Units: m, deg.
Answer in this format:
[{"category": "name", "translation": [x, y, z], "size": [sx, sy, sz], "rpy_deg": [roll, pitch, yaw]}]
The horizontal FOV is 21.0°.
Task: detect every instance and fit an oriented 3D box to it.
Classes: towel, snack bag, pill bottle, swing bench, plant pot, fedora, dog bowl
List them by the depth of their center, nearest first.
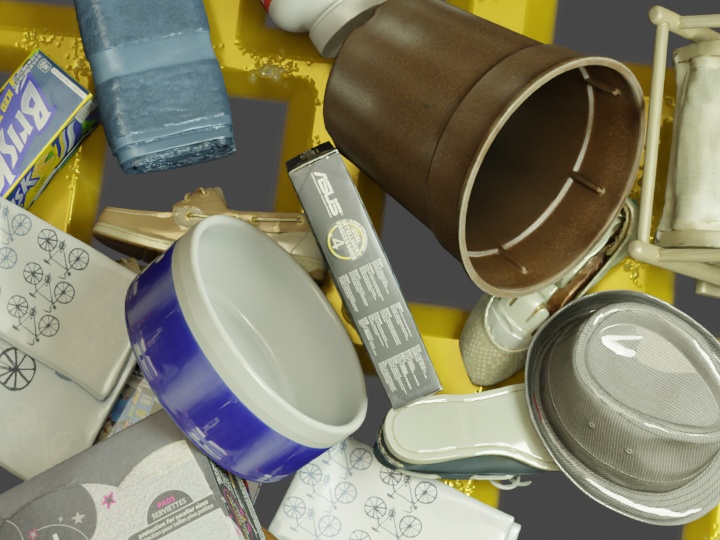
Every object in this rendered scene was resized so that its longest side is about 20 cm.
[{"category": "dog bowl", "translation": [-0.087, 0.061, 1.500], "size": [0.079, 0.200, 0.201], "rpy_deg": [-36, 78, 22]}, {"category": "fedora", "translation": [0.228, 0.096, 1.517], "size": [0.200, 0.090, 0.177], "rpy_deg": [41, 70, 5]}, {"category": "swing bench", "translation": [0.311, -0.086, 1.522], "size": [0.129, 0.199, 0.201], "rpy_deg": [2, 79, 31]}, {"category": "plant pot", "translation": [0.085, -0.112, 1.525], "size": [0.198, 0.200, 0.201], "rpy_deg": [35, 86, 38]}, {"category": "snack bag", "translation": [0.005, 0.253, 1.569], "size": [0.187, 0.021, 0.201], "rpy_deg": [26, 84, 9]}, {"category": "snack bag", "translation": [-0.274, 0.063, 1.571], "size": [0.187, 0.021, 0.201], "rpy_deg": [29, 94, 17]}, {"category": "pill bottle", "translation": [-0.055, -0.281, 1.624], "size": [0.112, 0.112, 0.201], "rpy_deg": [-33, 78, 0]}, {"category": "towel", "translation": [-0.179, -0.185, 1.643], "size": [0.111, 0.049, 0.202], "rpy_deg": [-12, 82, -20]}]

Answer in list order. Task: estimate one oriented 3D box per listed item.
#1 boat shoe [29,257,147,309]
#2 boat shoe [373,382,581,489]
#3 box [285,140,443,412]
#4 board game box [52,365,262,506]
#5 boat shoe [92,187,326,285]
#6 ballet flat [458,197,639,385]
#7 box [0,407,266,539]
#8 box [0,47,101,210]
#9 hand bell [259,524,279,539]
[{"category": "boat shoe", "translation": [-0.199, 0.028, 1.617], "size": [0.198, 0.076, 0.072], "rpy_deg": [21, 76, 4]}, {"category": "boat shoe", "translation": [0.108, 0.137, 1.560], "size": [0.198, 0.062, 0.076], "rpy_deg": [-5, 68, -16]}, {"category": "box", "translation": [0.000, 0.000, 1.523], "size": [0.049, 0.161, 0.202], "rpy_deg": [-24, 96, 2]}, {"category": "board game box", "translation": [-0.186, 0.186, 1.590], "size": [0.198, 0.062, 0.202], "rpy_deg": [21, 86, 7]}, {"category": "boat shoe", "translation": [-0.122, -0.035, 1.617], "size": [0.198, 0.074, 0.070], "rpy_deg": [10, 79, -2]}, {"category": "ballet flat", "translation": [0.150, 0.010, 1.579], "size": [0.067, 0.062, 0.200], "rpy_deg": [42, 88, 11]}, {"category": "box", "translation": [-0.183, 0.213, 1.478], "size": [0.199, 0.115, 0.133], "rpy_deg": [-28, 61, 3]}, {"category": "box", "translation": [-0.307, -0.087, 1.647], "size": [0.070, 0.064, 0.200], "rpy_deg": [39, 86, 11]}, {"category": "hand bell", "translation": [-0.035, 0.251, 1.516], "size": [0.199, 0.104, 0.104], "rpy_deg": [36, 86, 16]}]
